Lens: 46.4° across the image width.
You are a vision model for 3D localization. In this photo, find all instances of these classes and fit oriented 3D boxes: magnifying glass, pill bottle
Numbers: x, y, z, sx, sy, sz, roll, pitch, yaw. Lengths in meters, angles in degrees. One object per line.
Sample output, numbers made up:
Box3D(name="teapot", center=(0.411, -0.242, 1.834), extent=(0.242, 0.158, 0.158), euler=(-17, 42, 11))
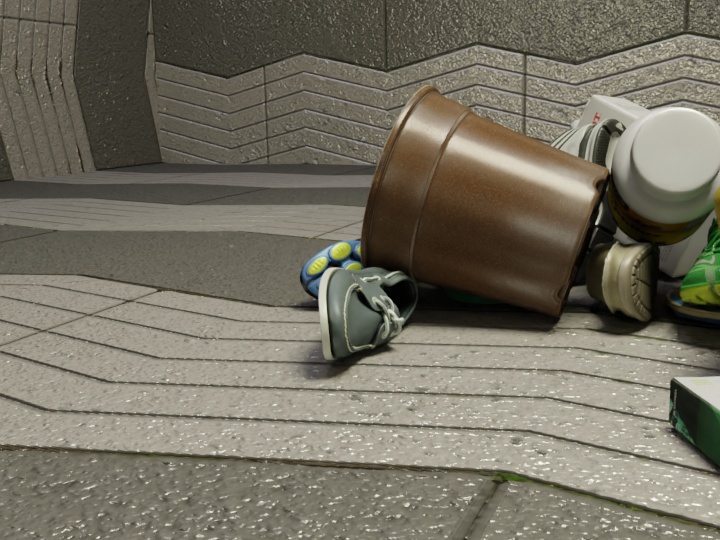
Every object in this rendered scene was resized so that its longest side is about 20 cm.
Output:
Box3D(name="magnifying glass", center=(0.107, 0.008, 0.966), extent=(0.079, 0.023, 0.199), euler=(-8, 12, -29))
Box3D(name="pill bottle", center=(0.301, -0.092, 0.826), extent=(0.108, 0.111, 0.200), euler=(2, -8, 15))

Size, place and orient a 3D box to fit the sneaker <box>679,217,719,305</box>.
Box3D(name="sneaker", center=(0.339, -0.022, 0.767), extent=(0.073, 0.085, 0.199), euler=(-3, 16, 36))

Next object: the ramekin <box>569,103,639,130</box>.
Box3D(name="ramekin", center=(0.363, -0.135, 1.223), extent=(0.096, 0.203, 0.201), euler=(-7, 10, 10))

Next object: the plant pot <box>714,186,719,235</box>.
Box3D(name="plant pot", center=(0.373, -0.023, 0.611), extent=(0.175, 0.202, 0.199), euler=(-5, 18, 40))

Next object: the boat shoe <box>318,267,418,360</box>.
Box3D(name="boat shoe", center=(0.009, 0.031, 0.732), extent=(0.061, 0.074, 0.200), euler=(-3, 5, 12))

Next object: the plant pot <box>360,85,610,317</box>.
Box3D(name="plant pot", center=(0.128, -0.055, 0.830), extent=(0.196, 0.203, 0.200), euler=(21, 18, 17))

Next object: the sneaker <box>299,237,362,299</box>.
Box3D(name="sneaker", center=(0.000, 0.000, 0.944), extent=(0.082, 0.072, 0.199), euler=(-23, 0, 37))

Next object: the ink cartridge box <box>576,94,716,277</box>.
Box3D(name="ink cartridge box", center=(0.349, -0.107, 1.020), extent=(0.084, 0.146, 0.200), euler=(-6, 34, -40))

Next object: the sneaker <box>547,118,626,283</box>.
Box3D(name="sneaker", center=(0.247, -0.079, 1.008), extent=(0.075, 0.203, 0.115), euler=(25, -10, -27))

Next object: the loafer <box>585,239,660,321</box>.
Box3D(name="loafer", center=(0.257, 0.008, 0.832), extent=(0.067, 0.077, 0.200), euler=(2, 2, 23))

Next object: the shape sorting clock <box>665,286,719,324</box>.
Box3D(name="shape sorting clock", center=(0.396, 0.025, 0.800), extent=(0.197, 0.040, 0.200), euler=(-1, 11, 0))

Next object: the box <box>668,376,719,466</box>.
Box3D(name="box", center=(0.274, 0.100, 0.446), extent=(0.142, 0.037, 0.200), euler=(-2, 10, -3))
